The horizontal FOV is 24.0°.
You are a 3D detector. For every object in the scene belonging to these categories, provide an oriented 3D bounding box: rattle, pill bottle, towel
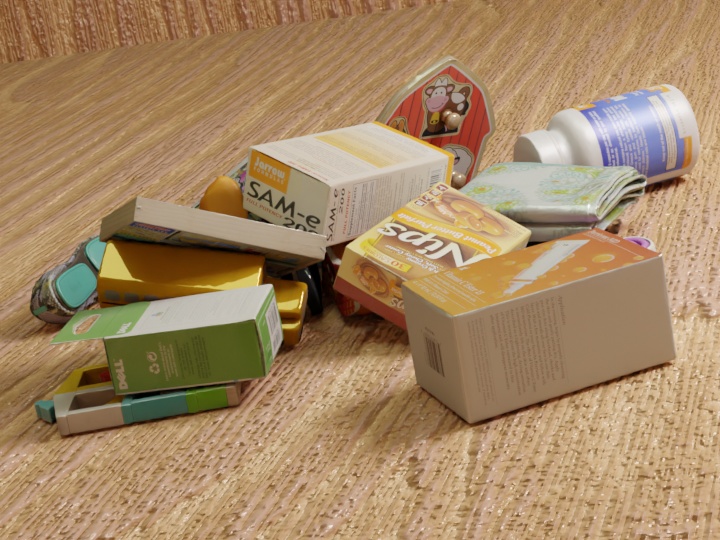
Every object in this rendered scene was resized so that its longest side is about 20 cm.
[{"bbox_3d":[-0.174,0.002,1.744,0.129,0.144,0.199,24,28,32],"label":"rattle"},{"bbox_3d":[0.283,-0.141,1.965,0.198,0.113,0.112,-15,17,-18],"label":"pill bottle"},{"bbox_3d":[0.191,-0.076,1.817,0.198,0.049,0.171,0,17,28],"label":"towel"}]

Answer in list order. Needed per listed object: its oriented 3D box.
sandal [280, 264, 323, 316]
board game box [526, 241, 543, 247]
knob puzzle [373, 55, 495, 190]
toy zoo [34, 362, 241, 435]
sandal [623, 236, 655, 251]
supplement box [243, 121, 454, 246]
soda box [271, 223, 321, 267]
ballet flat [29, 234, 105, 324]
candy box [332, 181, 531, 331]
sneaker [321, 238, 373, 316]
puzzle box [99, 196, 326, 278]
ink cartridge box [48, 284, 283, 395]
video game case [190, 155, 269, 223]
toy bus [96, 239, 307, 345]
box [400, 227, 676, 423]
[{"bbox_3d":[-0.072,-0.004,1.812,0.045,0.076,0.200,-21,19,3],"label":"sandal"},{"bbox_3d":[0.152,-0.045,1.875,0.134,0.028,0.200,-14,17,-14],"label":"board game box"},{"bbox_3d":[0.087,-0.153,1.967,0.218,0.221,0.030,-20,42,-29],"label":"knob puzzle"},{"bbox_3d":[-0.210,0.112,1.596,0.198,0.021,0.131,-10,17,2],"label":"toy zoo"},{"bbox_3d":[0.202,-0.007,1.682,0.201,0.050,0.082,-19,18,-27],"label":"sandal"},{"bbox_3d":[-0.011,-0.095,1.811,0.126,0.074,0.199,27,29,38],"label":"supplement box"},{"bbox_3d":[-0.039,-0.044,1.931,0.199,0.064,0.068,6,23,45],"label":"soda box"},{"bbox_3d":[-0.320,0.009,1.936,0.071,0.073,0.200,-4,17,22],"label":"ballet flat"},{"bbox_3d":[0.074,-0.011,1.679,0.115,0.056,0.200,29,33,18],"label":"candy box"},{"bbox_3d":[0.000,0.000,1.775,0.076,0.074,0.200,-5,24,-12],"label":"sneaker"},{"bbox_3d":[-0.147,-0.031,1.673,0.198,0.026,0.133,12,-13,-21],"label":"puzzle box"},{"bbox_3d":[-0.179,0.067,1.581,0.198,0.060,0.104,-7,16,9],"label":"ink cartridge box"},{"bbox_3d":[-0.170,-0.049,1.937,0.181,0.036,0.200,-41,17,4],"label":"video game case"},{"bbox_3d":[-0.154,0.022,1.664,0.198,0.079,0.066,6,52,5],"label":"toy bus"},{"bbox_3d":[0.152,0.044,1.460,0.198,0.098,0.124,-15,17,-17],"label":"box"}]
